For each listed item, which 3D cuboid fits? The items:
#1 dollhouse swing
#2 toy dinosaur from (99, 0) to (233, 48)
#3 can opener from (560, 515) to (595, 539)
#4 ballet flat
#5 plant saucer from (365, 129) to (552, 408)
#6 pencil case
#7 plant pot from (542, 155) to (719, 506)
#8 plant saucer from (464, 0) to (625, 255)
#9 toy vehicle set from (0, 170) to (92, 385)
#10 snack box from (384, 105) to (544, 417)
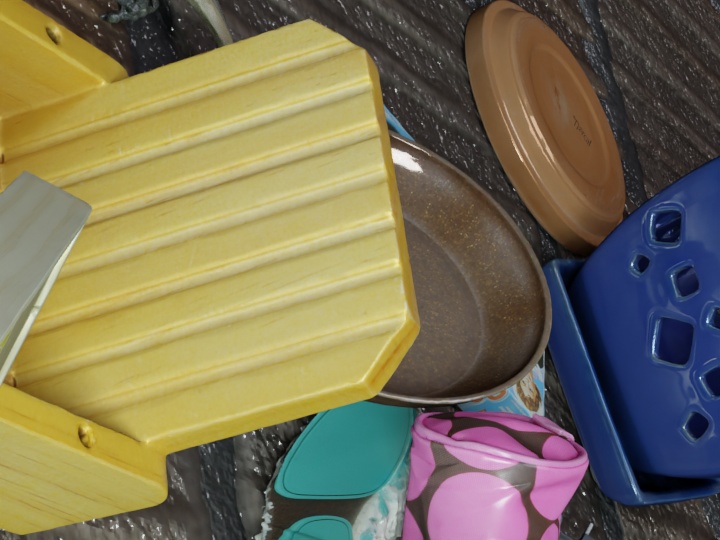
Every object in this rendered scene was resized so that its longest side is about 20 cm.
[{"bbox_3d":[-0.103,-0.030,0.738,0.182,0.176,0.200,32,42,-49],"label":"dollhouse swing"},{"bbox_3d":[-0.111,-0.171,0.997,0.200,0.047,0.088,64,19,-10],"label":"toy dinosaur"},{"bbox_3d":[0.082,0.185,1.062,0.067,0.053,0.200,34,25,9],"label":"can opener"},{"bbox_3d":[-0.016,0.131,0.908,0.072,0.072,0.200,56,29,-17],"label":"ballet flat"},{"bbox_3d":[0.000,0.000,0.985,0.200,0.037,0.201,17,40,-15],"label":"plant saucer"},{"bbox_3d":[0.064,0.163,0.904,0.093,0.091,0.201,-4,104,-28],"label":"pencil case"},{"bbox_3d":[0.236,0.051,1.301,0.200,0.180,0.200,4,64,-60],"label":"plant pot"},{"bbox_3d":[0.143,-0.108,1.434,0.200,0.032,0.201,43,34,-39],"label":"plant saucer"},{"bbox_3d":[-0.128,0.047,0.559,0.026,0.124,0.200,28,11,-6],"label":"toy vehicle set"},{"bbox_3d":[0.043,0.000,1.144,0.200,0.037,0.116,48,31,-32],"label":"snack box"}]
